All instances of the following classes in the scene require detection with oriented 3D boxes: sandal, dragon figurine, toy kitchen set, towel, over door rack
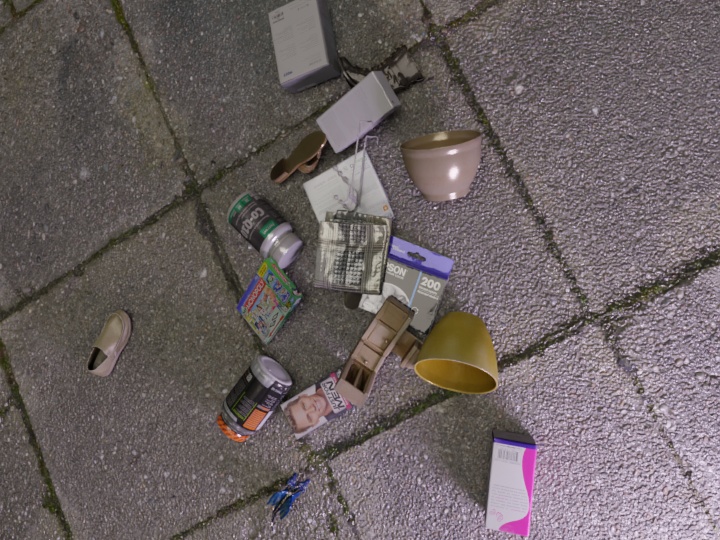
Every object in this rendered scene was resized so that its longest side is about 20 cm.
[{"bbox_3d":[-0.148,-0.292,1.442,0.209,0.069,0.079,-29,54,30],"label":"sandal"},{"bbox_3d":[-0.197,0.592,1.380,0.059,0.099,0.201,40,96,12],"label":"dragon figurine"},{"bbox_3d":[0.069,0.212,1.279,0.161,0.181,0.202,33,114,0],"label":"toy kitchen set"},{"bbox_3d":[-0.023,-0.048,1.355,0.187,0.034,0.206,7,86,20],"label":"towel"},{"bbox_3d":[-0.018,-0.257,1.320,0.065,0.148,0.205,18,91,7],"label":"over door rack"}]

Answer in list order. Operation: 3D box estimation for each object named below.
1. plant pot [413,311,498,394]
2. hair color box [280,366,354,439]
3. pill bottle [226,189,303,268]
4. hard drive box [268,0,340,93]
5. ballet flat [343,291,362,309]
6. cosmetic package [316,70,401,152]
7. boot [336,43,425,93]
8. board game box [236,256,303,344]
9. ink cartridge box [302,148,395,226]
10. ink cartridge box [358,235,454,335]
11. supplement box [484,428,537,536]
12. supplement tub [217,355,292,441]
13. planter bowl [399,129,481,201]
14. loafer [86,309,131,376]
[{"bbox_3d":[0.234,0.185,1.272,0.194,0.202,0.145,9,61,13],"label":"plant pot"},{"bbox_3d":[-0.098,0.340,1.391,0.197,0.060,0.102,-33,80,10],"label":"hair color box"},{"bbox_3d":[-0.251,-0.107,1.425,0.199,0.113,0.114,42,96,12],"label":"pill bottle"},{"bbox_3d":[-0.151,-0.605,1.436,0.152,0.076,0.206,-12,84,23],"label":"hard drive box"},{"bbox_3d":[0.000,0.000,1.396,0.046,0.066,0.205,22,97,57],"label":"ballet flat"},{"bbox_3d":[-0.006,-0.401,1.364,0.198,0.071,0.103,-31,95,30],"label":"cosmetic package"},{"bbox_3d":[0.052,-0.526,1.405,0.173,0.069,0.201,-41,89,7],"label":"boot"},{"bbox_3d":[-0.242,0.082,1.409,0.135,0.029,0.201,47,127,12],"label":"board game box"},{"bbox_3d":[-0.029,-0.181,1.414,0.196,0.041,0.204,-25,82,10],"label":"ink cartridge box"},{"bbox_3d":[0.117,0.034,1.359,0.193,0.043,0.205,20,91,8],"label":"ink cartridge box"},{"bbox_3d":[0.348,0.491,1.256,0.098,0.103,0.206,6,87,12],"label":"supplement box"},{"bbox_3d":[-0.279,0.335,1.403,0.122,0.122,0.201,40,96,12],"label":"supplement tub"},{"bbox_3d":[0.199,-0.250,1.302,0.194,0.201,0.138,-5,113,13],"label":"planter bowl"},{"bbox_3d":[-0.722,0.211,1.542,0.074,0.068,0.205,21,92,13],"label":"loafer"}]
